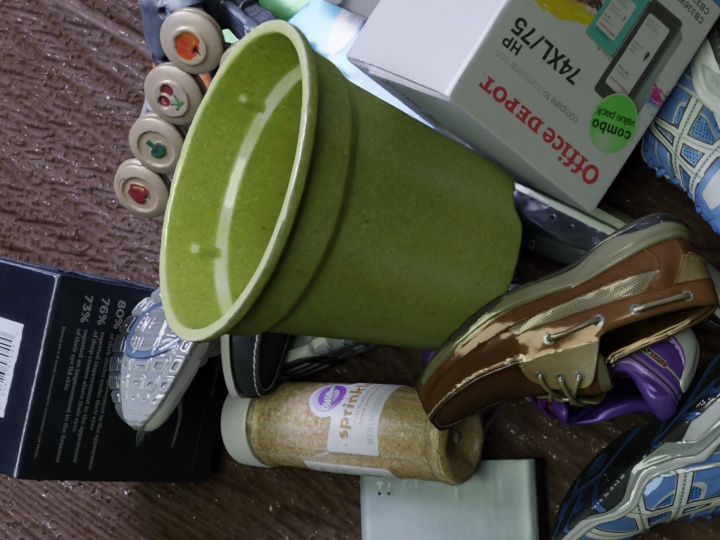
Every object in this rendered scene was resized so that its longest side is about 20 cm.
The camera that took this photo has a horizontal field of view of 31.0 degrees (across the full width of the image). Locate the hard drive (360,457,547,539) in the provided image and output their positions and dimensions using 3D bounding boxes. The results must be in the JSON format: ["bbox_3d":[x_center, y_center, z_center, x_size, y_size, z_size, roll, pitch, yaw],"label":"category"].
[{"bbox_3d":[0.069,0.239,0.933,0.138,0.033,0.203,-6,82,26],"label":"hard drive"}]

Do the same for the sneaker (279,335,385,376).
[{"bbox_3d":[0.000,0.000,0.976,0.198,0.075,0.117,-20,73,25],"label":"sneaker"}]

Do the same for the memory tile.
[{"bbox_3d":[-0.104,-0.092,0.991,0.152,0.017,0.201,28,130,0],"label":"memory tile"}]

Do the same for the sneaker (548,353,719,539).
[{"bbox_3d":[0.202,0.142,0.852,0.077,0.076,0.200,41,121,-6],"label":"sneaker"}]

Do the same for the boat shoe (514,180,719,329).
[{"bbox_3d":[0.174,-0.005,0.888,0.199,0.074,0.063,31,103,32],"label":"boat shoe"}]

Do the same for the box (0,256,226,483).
[{"bbox_3d":[-0.202,0.079,0.993,0.103,0.199,0.150,11,88,38],"label":"box"}]

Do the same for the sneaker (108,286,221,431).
[{"bbox_3d":[-0.114,0.032,0.955,0.074,0.087,0.202,10,63,34],"label":"sneaker"}]

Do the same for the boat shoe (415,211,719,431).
[{"bbox_3d":[0.128,0.044,0.797,0.199,0.076,0.074,-33,62,9],"label":"boat shoe"}]

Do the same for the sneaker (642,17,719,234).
[{"bbox_3d":[0.236,-0.070,0.860,0.076,0.075,0.202,-25,64,29],"label":"sneaker"}]

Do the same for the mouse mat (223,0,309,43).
[{"bbox_3d":[-0.058,-0.179,1.063,0.198,0.008,0.163,24,95,28],"label":"mouse mat"}]

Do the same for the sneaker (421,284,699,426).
[{"bbox_3d":[0.122,0.062,0.865,0.198,0.081,0.084,0,52,35],"label":"sneaker"}]

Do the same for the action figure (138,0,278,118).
[{"bbox_3d":[-0.122,-0.165,1.001,0.200,0.104,0.195,39,140,40],"label":"action figure"}]

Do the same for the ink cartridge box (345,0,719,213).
[{"bbox_3d":[0.121,-0.171,0.847,0.201,0.146,0.146,-57,32,1],"label":"ink cartridge box"}]

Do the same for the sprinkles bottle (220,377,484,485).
[{"bbox_3d":[-0.009,0.115,0.946,0.198,0.068,0.069,-1,83,36],"label":"sprinkles bottle"}]

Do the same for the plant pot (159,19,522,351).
[{"bbox_3d":[-0.005,-0.031,0.826,0.200,0.182,0.203,-38,44,47],"label":"plant pot"}]

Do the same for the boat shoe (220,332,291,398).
[{"bbox_3d":[-0.055,-0.001,0.934,0.060,0.076,0.203,11,101,19],"label":"boat shoe"}]

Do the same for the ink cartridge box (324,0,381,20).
[{"bbox_3d":[0.002,-0.309,0.895,0.143,0.148,0.201,26,65,9],"label":"ink cartridge box"}]

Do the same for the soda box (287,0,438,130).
[{"bbox_3d":[0.020,-0.120,0.978,0.068,0.064,0.201,-37,71,18],"label":"soda box"}]
